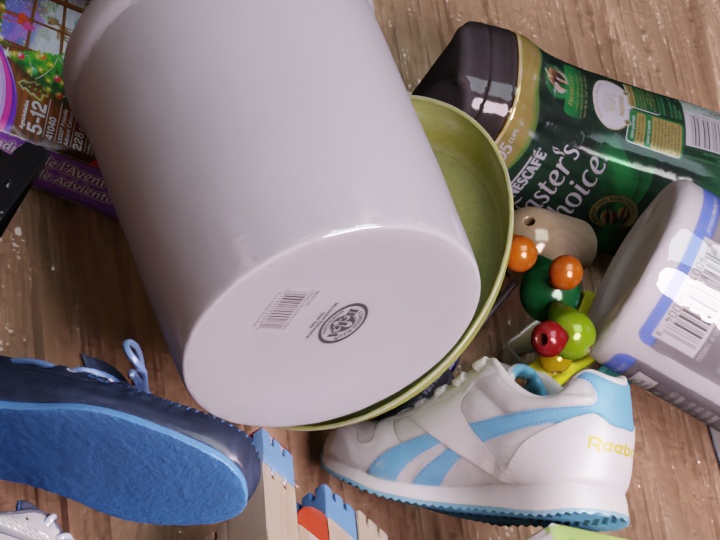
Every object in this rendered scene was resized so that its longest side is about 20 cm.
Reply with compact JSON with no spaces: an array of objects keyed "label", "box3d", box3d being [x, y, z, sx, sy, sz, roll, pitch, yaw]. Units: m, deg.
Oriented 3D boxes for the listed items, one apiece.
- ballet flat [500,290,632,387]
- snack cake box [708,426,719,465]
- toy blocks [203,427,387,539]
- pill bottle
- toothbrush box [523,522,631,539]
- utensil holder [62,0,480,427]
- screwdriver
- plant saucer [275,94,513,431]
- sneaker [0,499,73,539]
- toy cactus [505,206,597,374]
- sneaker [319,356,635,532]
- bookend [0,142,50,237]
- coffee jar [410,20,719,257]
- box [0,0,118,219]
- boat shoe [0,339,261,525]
[{"label":"ballet flat","box3d":[0.100,0.068,1.536,0.067,0.067,0.200,30,41,19]},{"label":"snack cake box","box3d":[0.283,0.146,1.583,0.114,0.067,0.201,4,57,-27]},{"label":"toy blocks","box3d":[-0.017,0.170,1.353,0.200,0.100,0.137,43,23,-30]},{"label":"pill bottle","box3d":[0.234,0.044,1.505,0.199,0.114,0.114,30,48,-6]},{"label":"toothbrush box","box3d":[0.147,0.224,1.392,0.199,0.086,0.146,15,50,-46]},{"label":"utensil holder","box3d":[-0.044,-0.046,1.371,0.169,0.170,0.201,0,50,-31]},{"label":"screwdriver","box3d":[0.060,0.036,1.552,0.029,0.028,0.200,17,41,18]},{"label":"plant saucer","box3d":[0.000,0.000,1.449,0.031,0.199,0.201,43,35,-47]},{"label":"sneaker","box3d":[-0.154,0.154,1.302,0.199,0.077,0.085,29,44,-12]},{"label":"toy cactus","box3d":[0.075,-0.004,1.530,0.199,0.103,0.165,27,18,37]},{"label":"sneaker","box3d":[0.063,0.089,1.408,0.076,0.199,0.081,18,77,-46]},{"label":"bookend","box3d":[-0.292,-0.030,1.333,0.200,0.092,0.199,34,46,-4]},{"label":"coffee jar","box3d":[0.123,-0.072,1.612,0.199,0.104,0.086,19,47,-18]},{"label":"box","box3d":[-0.167,-0.134,1.519,0.136,0.039,0.201,21,50,-18]},{"label":"boat shoe","box3d":[-0.136,0.066,1.320,0.199,0.085,0.069,15,41,18]}]
